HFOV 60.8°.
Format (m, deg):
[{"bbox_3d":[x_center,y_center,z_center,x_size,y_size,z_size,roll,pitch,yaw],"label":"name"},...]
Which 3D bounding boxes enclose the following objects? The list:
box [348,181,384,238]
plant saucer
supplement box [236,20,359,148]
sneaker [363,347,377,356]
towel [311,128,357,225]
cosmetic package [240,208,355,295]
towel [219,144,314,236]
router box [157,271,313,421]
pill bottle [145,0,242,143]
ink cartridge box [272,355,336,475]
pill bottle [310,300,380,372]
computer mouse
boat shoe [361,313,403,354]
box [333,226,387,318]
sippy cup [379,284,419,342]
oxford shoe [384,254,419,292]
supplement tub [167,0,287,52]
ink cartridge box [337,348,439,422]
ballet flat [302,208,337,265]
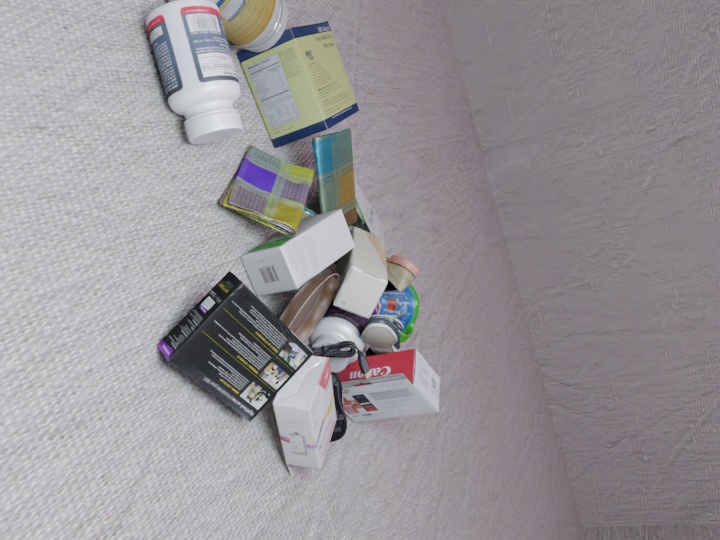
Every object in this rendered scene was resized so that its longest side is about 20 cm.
[{"bbox_3d":[-0.005,-0.127,1.433,0.201,0.036,0.145,55,25,-32],"label":"box"},{"bbox_3d":[-0.106,0.084,1.098,0.201,0.032,0.200,-56,170,-15],"label":"plant saucer"},{"bbox_3d":[-0.124,-0.394,1.290,0.201,0.133,0.200,69,26,-17],"label":"supplement box"},{"bbox_3d":[0.057,0.235,1.390,0.200,0.111,0.074,43,42,-50],"label":"sneaker"},{"bbox_3d":[-0.051,-0.182,1.260,0.147,0.021,0.202,-35,125,-57],"label":"towel"},{"bbox_3d":[-0.111,-0.035,1.141,0.200,0.107,0.086,-41,114,-51],"label":"cosmetic package"},{"bbox_3d":[-0.163,-0.150,1.121,0.142,0.023,0.201,23,42,-9],"label":"towel"},{"bbox_3d":[-0.181,0.119,0.928,0.149,0.051,0.200,-46,132,-10],"label":"router box"},{"bbox_3d":[-0.260,-0.315,0.988,0.119,0.119,0.202,-23,100,-64],"label":"pill bottle"},{"bbox_3d":[-0.089,0.256,1.058,0.117,0.067,0.201,-69,161,-49],"label":"ink cartridge box"},{"bbox_3d":[-0.034,0.115,1.259,0.113,0.112,0.200,65,28,-23],"label":"pill bottle"},{"bbox_3d":[-0.043,0.222,1.166,0.046,0.139,0.202,-96,172,-75],"label":"computer mouse"},{"bbox_3d":[0.049,0.121,1.215,0.200,0.074,0.062,59,39,-63],"label":"boat shoe"},{"bbox_3d":[0.000,0.000,1.233,0.077,0.095,0.200,23,25,-10],"label":"box"},{"bbox_3d":[0.048,0.081,1.441,0.130,0.177,0.141,12,96,-50],"label":"sippy cup"},{"bbox_3d":[0.042,0.006,1.349,0.071,0.199,0.074,42,72,-25],"label":"oxford shoe"},{"bbox_3d":[-0.234,-0.490,1.095,0.200,0.143,0.146,12,67,-62],"label":"supplement tub"},{"bbox_3d":[0.039,0.228,1.251,0.176,0.198,0.084,51,35,-44],"label":"ink cartridge box"},{"bbox_3d":[-0.081,-0.064,1.306,0.200,0.074,0.075,35,48,-51],"label":"ballet flat"}]
